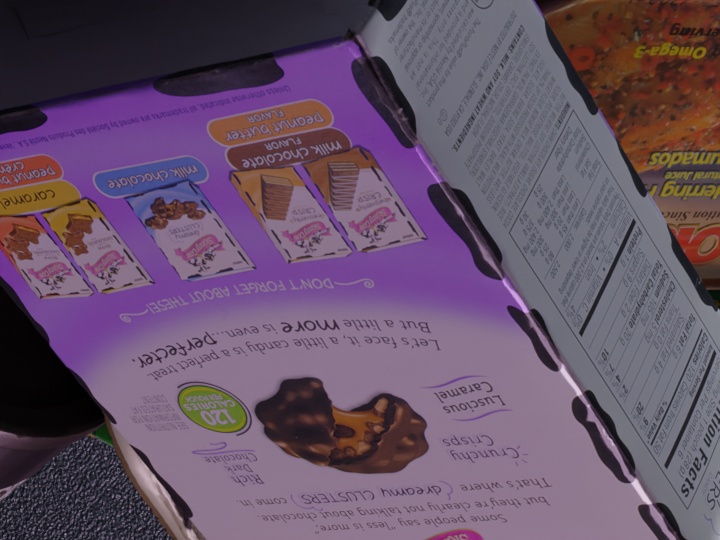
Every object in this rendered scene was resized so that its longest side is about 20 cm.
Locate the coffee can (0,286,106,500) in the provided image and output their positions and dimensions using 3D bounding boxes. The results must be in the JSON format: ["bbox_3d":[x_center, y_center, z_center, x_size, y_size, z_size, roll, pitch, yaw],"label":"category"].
[{"bbox_3d":[-0.197,0.045,0.929,0.200,0.147,0.146,-38,159,31],"label":"coffee can"}]

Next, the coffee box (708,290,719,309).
[{"bbox_3d":[0.133,-0.010,0.952,0.123,0.044,0.200,0,-143,9],"label":"coffee box"}]

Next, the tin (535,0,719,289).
[{"bbox_3d":[0.097,-0.046,0.791,0.200,0.112,0.042,-1,-147,-29],"label":"tin"}]

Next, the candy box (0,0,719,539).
[{"bbox_3d":[-0.004,0.003,0.721,0.168,0.200,0.072,-8,-140,38],"label":"candy box"}]

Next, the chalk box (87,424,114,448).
[{"bbox_3d":[0.000,0.000,1.011,0.124,0.200,0.125,28,-174,18],"label":"chalk box"}]

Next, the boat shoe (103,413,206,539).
[{"bbox_3d":[-0.037,0.071,0.901,0.066,0.201,0.072,-8,-153,21],"label":"boat shoe"}]
